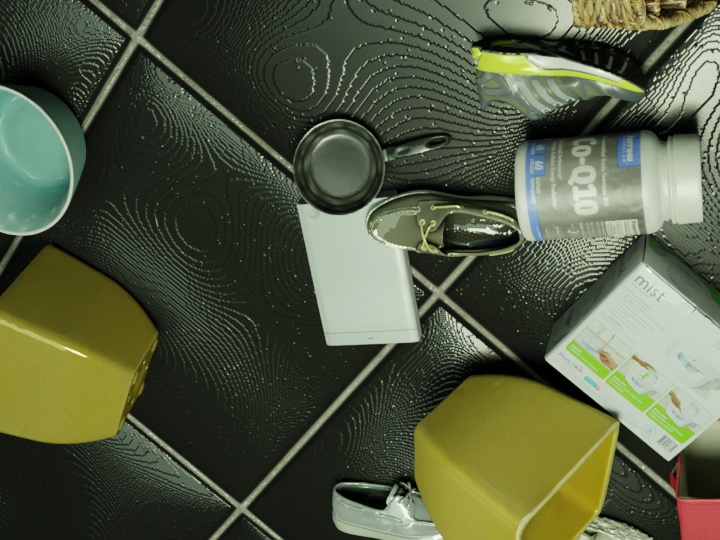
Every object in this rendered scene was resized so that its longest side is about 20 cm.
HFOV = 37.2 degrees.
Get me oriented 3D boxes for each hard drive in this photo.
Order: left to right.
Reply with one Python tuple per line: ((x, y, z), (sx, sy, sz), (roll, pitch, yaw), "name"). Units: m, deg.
((0.000, 0.000, 1.375), (0.130, 0.027, 0.203), (-3, 113, 19), "hard drive")

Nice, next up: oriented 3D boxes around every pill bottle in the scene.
((0.277, -0.095, 1.190), (0.197, 0.114, 0.115), (-4, 114, 19), "pill bottle")

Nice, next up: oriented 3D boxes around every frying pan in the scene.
((0.004, -0.148, 1.300), (0.189, 0.031, 0.116), (-36, 92, 8), "frying pan")

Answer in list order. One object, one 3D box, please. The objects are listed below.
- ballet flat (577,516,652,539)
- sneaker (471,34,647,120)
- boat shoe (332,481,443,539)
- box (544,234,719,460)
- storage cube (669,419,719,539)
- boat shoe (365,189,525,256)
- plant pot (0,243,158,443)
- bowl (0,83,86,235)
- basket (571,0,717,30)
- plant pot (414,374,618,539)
((0.293, 0.362, 1.434), (0.197, 0.072, 0.073), (17, 119, 9), "ballet flat")
((0.218, -0.208, 1.188), (0.197, 0.074, 0.082), (13, 125, 20), "sneaker")
((0.050, 0.333, 1.494), (0.197, 0.070, 0.073), (2, 119, 20), "boat shoe")
((0.351, 0.091, 1.266), (0.199, 0.097, 0.177), (38, 119, -2), "box")
((0.477, 0.295, 1.281), (0.197, 0.171, 0.182), (-5, 114, 19), "storage cube")
((0.102, -0.053, 1.283), (0.198, 0.060, 0.073), (-1, 116, 8), "boat shoe")
((-0.394, 0.120, 1.471), (0.197, 0.196, 0.196), (22, 120, -1), "plant pot")
((-0.438, -0.158, 1.394), (0.197, 0.105, 0.204), (7, 116, 15), "bowl")
((0.288, -0.342, 1.051), (0.146, 0.143, 0.203), (6, 117, 15), "basket")
((0.173, 0.247, 1.321), (0.199, 0.193, 0.197), (34, 146, 32), "plant pot")
